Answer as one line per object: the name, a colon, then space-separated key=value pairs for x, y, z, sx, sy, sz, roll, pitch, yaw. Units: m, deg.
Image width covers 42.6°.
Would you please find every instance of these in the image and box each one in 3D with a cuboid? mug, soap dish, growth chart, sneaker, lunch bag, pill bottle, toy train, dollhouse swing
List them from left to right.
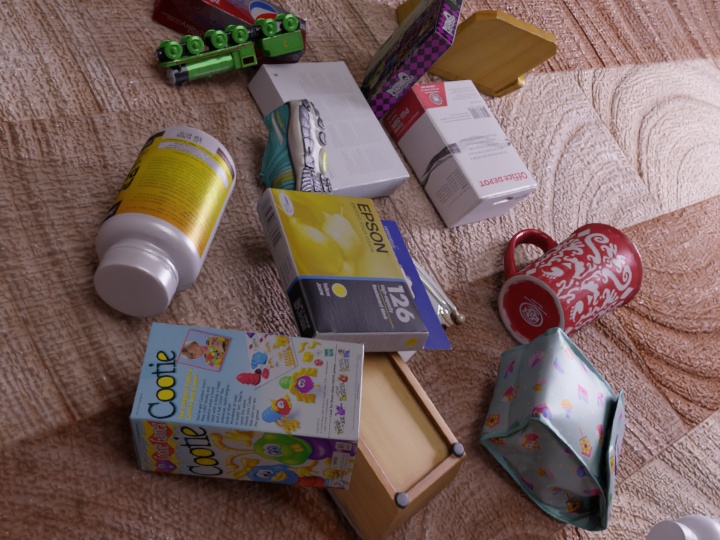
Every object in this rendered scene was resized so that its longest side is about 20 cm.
pill bottle: x=-0.205 y=-0.051 z=0.963 sx=0.109 sy=0.109 sz=0.201 roll=31 pitch=45 yaw=-18
toy train: x=-0.163 y=-0.282 z=1.174 sx=0.199 sy=0.042 sz=0.057 roll=-20 pitch=113 yaw=-22
sneaker: x=-0.082 y=-0.110 z=1.137 sx=0.077 sy=0.079 sz=0.202 roll=18 pitch=65 yaw=-57
soap dish: x=0.014 y=0.172 z=1.000 sx=0.157 sy=0.081 sz=0.201 roll=-26 pitch=78 yaw=-47
growth chart: x=0.041 y=0.044 z=1.163 sx=0.145 sy=0.018 sz=0.200 roll=52 pitch=42 yaw=5
dollhouse swing: x=0.196 y=-0.397 z=1.498 sx=0.199 sy=0.176 sz=0.183 roll=13 pitch=53 yaw=-31
mug: x=0.279 y=0.024 z=1.322 sx=0.199 sy=0.177 sz=0.135 roll=-27 pitch=115 yaw=-42
lunch bag: x=0.259 y=0.203 z=1.152 sx=0.200 sy=0.122 sz=0.171 roll=45 pitch=39 yaw=-15
pill bottle: x=0.461 y=0.383 z=1.190 sx=0.199 sy=0.111 sz=0.111 roll=24 pitch=47 yaw=-23

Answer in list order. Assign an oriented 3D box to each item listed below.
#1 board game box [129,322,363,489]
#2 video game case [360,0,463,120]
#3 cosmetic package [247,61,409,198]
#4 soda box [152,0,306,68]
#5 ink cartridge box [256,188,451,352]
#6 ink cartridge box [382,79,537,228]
board game box: x=-0.102 y=0.128 z=0.863 sx=0.198 sy=0.103 sz=0.105 roll=6 pitch=52 yaw=-3
video game case: x=0.070 y=-0.314 z=1.316 sx=0.036 sy=0.200 sz=0.182 roll=33 pitch=44 yaw=-17
cosmetic package: x=-0.042 y=-0.186 z=1.240 sx=0.150 sy=0.052 sz=0.201 roll=-13 pitch=69 yaw=-46
soda box: x=-0.172 y=-0.335 z=1.233 sx=0.199 sy=0.063 sz=0.070 roll=21 pitch=48 yaw=-26
ink cartridge box: x=0.000 y=0.000 z=1.041 sx=0.199 sy=0.047 sz=0.199 roll=0 pitch=52 yaw=-32
ink cartridge box: x=0.147 y=-0.174 z=1.360 sx=0.146 sy=0.083 sz=0.201 roll=-15 pitch=70 yaw=-44
